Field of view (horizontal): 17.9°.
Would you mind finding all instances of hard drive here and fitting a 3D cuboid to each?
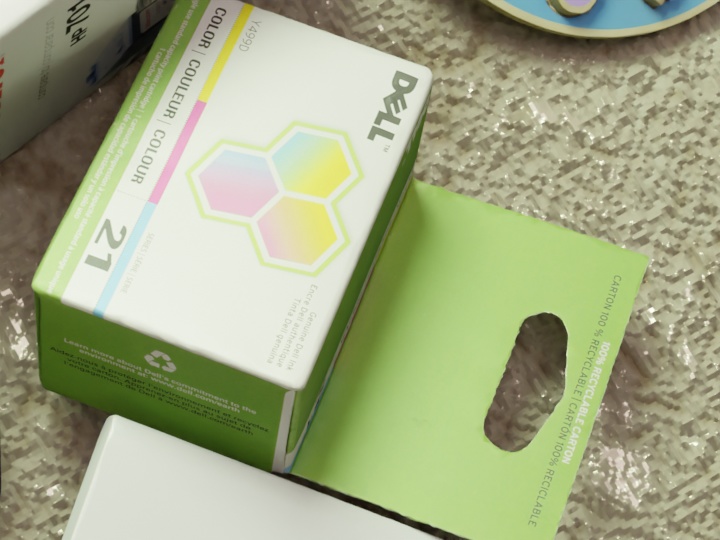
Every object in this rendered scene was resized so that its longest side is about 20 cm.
[{"bbox_3d":[-0.020,0.149,0.822,0.199,0.025,0.133,22,77,-13],"label":"hard drive"}]

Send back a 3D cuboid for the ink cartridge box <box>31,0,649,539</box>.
[{"bbox_3d":[0.000,0.000,0.840,0.199,0.076,0.148,19,60,6],"label":"ink cartridge box"}]

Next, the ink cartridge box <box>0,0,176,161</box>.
[{"bbox_3d":[-0.103,-0.132,0.851,0.200,0.146,0.086,-40,85,-18],"label":"ink cartridge box"}]

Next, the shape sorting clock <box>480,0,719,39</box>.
[{"bbox_3d":[0.098,-0.196,0.936,0.199,0.039,0.201,1,87,-21],"label":"shape sorting clock"}]
